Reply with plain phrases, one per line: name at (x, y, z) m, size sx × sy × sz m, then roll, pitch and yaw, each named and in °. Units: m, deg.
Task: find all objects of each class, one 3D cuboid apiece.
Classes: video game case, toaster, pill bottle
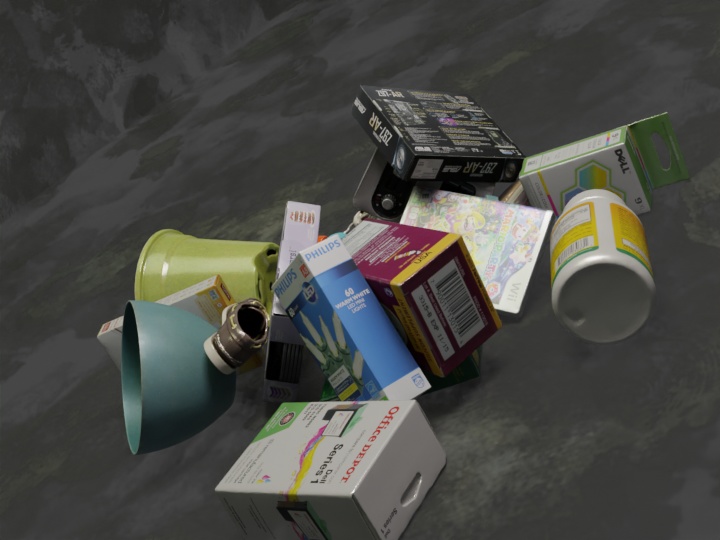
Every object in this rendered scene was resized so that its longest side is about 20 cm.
video game case at (0.133, -0.027, 1.382) m, size 0.198 × 0.018 × 0.144 m, roll 13°, pitch 71°, yaw 28°
toaster at (0.103, -0.137, 1.562) m, size 0.200 × 0.179 × 0.119 m, roll -66°, pitch 2°, yaw -58°
pill bottle at (0.272, -0.013, 1.235) m, size 0.112 × 0.113 × 0.201 m, roll -20°, pitch 24°, yaw 18°

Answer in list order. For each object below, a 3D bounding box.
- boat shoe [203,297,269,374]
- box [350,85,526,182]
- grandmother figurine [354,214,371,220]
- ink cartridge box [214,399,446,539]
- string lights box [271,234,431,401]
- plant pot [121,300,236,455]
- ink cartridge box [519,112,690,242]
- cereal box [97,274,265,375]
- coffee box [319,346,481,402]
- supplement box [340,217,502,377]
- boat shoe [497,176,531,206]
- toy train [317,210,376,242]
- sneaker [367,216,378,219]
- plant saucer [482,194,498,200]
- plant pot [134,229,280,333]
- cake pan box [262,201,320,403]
boat shoe at (-0.151, 0.075, 1.441) m, size 0.059 × 0.072 × 0.200 m, roll -38°, pitch 6°, yaw 15°
box at (0.107, -0.186, 1.481) m, size 0.198 × 0.044 × 0.161 m, roll -3°, pitch 42°, yaw -36°
grandmother figurine at (0.043, -0.101, 1.758) m, size 0.121 × 0.061 × 0.200 m, roll -30°, pitch 18°, yaw 20°
ink cartridge box at (-0.031, 0.214, 1.146) m, size 0.199 × 0.084 × 0.145 m, roll -7°, pitch 31°, yaw 40°
string lights box at (-0.013, 0.073, 1.220) m, size 0.059 × 0.201 × 0.103 m, roll -27°, pitch -11°, yaw -32°
plant pot at (-0.241, 0.139, 1.450) m, size 0.133 × 0.202 × 0.200 m, roll -1°, pitch 15°, yaw -20°
ink cartridge box at (0.319, -0.120, 1.416) m, size 0.198 × 0.104 × 0.059 m, roll -17°, pitch 25°, yaw 25°
cereal box at (-0.256, 0.107, 1.553) m, size 0.198 × 0.145 × 0.040 m, roll -23°, pitch 24°, yaw 14°
coffee box at (0.052, 0.110, 1.319) m, size 0.198 × 0.044 × 0.123 m, roll -22°, pitch 24°, yaw 18°
supplement box at (0.050, 0.026, 1.269) m, size 0.103 × 0.132 × 0.199 m, roll -38°, pitch 24°, yaw -22°
boat shoe at (0.207, -0.065, 1.482) m, size 0.200 × 0.065 × 0.072 m, roll -51°, pitch 3°, yaw -36°
toy train at (0.000, 0.000, 1.514) m, size 0.149 × 0.056 × 0.201 m, roll -28°, pitch 33°, yaw 5°
sneaker at (0.026, -0.024, 1.587) m, size 0.082 × 0.075 × 0.200 m, roll -30°, pitch 24°, yaw -8°
plant saucer at (0.113, -0.023, 1.457) m, size 0.200 × 0.019 × 0.070 m, roll -46°, pitch 12°, yaw 15°
plant pot at (-0.206, 0.032, 1.628) m, size 0.182 × 0.202 × 0.201 m, roll -4°, pitch 31°, yaw 22°
cake pan box at (-0.090, 0.045, 1.391) m, size 0.052 × 0.185 × 0.201 m, roll 6°, pitch 47°, yaw -3°
